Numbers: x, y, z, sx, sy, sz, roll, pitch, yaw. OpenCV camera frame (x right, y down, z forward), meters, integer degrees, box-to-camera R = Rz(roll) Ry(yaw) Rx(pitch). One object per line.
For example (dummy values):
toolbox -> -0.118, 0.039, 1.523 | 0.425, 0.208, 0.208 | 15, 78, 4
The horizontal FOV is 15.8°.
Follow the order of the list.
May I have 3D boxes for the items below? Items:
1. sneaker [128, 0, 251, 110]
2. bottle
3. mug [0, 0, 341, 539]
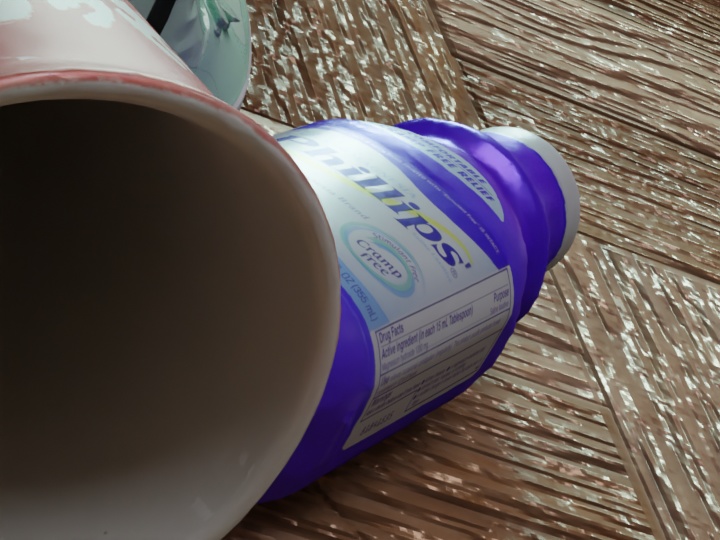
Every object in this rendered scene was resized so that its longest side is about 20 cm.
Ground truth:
sneaker -> -0.055, -0.092, 0.730 | 0.074, 0.118, 0.200 | 29, 23, 1
bottle -> 0.000, 0.000, 0.678 | 0.084, 0.065, 0.200 | 36, 25, 16
mug -> -0.121, -0.036, 0.544 | 0.177, 0.133, 0.200 | 13, 26, -36
